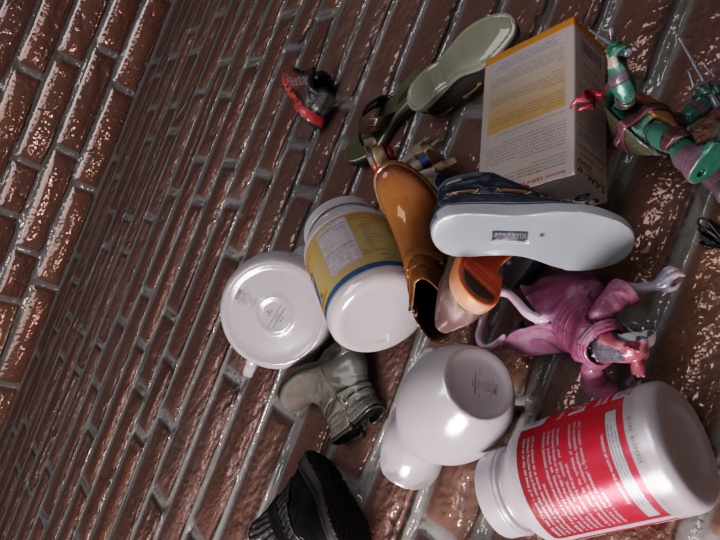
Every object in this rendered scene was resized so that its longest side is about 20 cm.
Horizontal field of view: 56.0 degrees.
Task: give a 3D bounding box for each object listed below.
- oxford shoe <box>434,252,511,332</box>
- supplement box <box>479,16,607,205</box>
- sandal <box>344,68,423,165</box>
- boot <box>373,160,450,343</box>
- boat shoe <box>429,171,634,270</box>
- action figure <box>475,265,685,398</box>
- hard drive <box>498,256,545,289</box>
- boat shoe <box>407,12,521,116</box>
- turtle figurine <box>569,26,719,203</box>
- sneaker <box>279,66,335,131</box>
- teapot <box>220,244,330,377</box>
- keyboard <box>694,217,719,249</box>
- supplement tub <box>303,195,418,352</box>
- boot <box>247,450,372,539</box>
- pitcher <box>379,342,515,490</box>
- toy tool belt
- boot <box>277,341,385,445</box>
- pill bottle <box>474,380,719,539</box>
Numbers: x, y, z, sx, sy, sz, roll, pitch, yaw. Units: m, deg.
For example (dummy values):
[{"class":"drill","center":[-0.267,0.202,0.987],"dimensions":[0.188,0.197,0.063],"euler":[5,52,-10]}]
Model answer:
[{"class":"oxford shoe","center":[0.120,-0.008,0.755],"dimensions":[0.073,0.071,0.200],"euler":[-50,3,37]},{"class":"supplement box","center":[0.208,-0.165,0.774],"dimensions":[0.125,0.073,0.202],"euler":[-14,61,45]},{"class":"sandal","center":[0.034,-0.264,1.139],"dimensions":[0.201,0.057,0.080],"euler":[-47,40,26]},{"class":"boot","center":[0.065,-0.023,0.816],"dimensions":[0.076,0.202,0.156],"euler":[-15,23,17]},{"class":"boat shoe","center":[0.172,-0.059,0.692],"dimensions":[0.091,0.198,0.071],"euler":[-77,-9,-51]},{"class":"action figure","center":[0.213,0.048,0.658],"dimensions":[0.200,0.147,0.136],"euler":[-116,34,-79]},{"class":"hard drive","center":[0.208,-0.083,0.830],"dimensions":[0.201,0.042,0.135],"euler":[-61,36,8]},{"class":"boat shoe","center":[0.157,-0.297,0.994],"dimensions":[0.200,0.060,0.072],"euler":[-31,61,40]},{"class":"turtle figurine","center":[0.294,-0.155,0.663],"dimensions":[0.101,0.148,0.201],"euler":[-65,36,40]},{"class":"sneaker","center":[-0.102,-0.368,1.360],"dimensions":[0.098,0.070,0.201],"euler":[-51,41,22]},{"class":"teapot","center":[-0.129,0.060,1.105],"dimensions":[0.198,0.199,0.146],"euler":[-17,7,5]},{"class":"keyboard","center":[0.381,-0.044,0.605],"dimensions":[0.127,0.020,0.201],"euler":[-53,37,19]},{"class":"supplement tub","center":[0.000,0.000,0.968],"dimensions":[0.145,0.144,0.201],"euler":[-50,39,22]},{"class":"boot","center":[-0.072,0.366,0.918],"dimensions":[0.158,0.079,0.211],"euler":[-54,27,7]},{"class":"pitcher","center":[0.094,0.143,0.778],"dimensions":[0.200,0.120,0.173],"euler":[119,161,-55]},{"class":"toy tool belt","center":[0.090,-0.127,0.966],"dimensions":[0.122,0.125,0.201],"euler":[-24,50,3]},{"class":"boot","center":[-0.050,0.198,1.001],"dimensions":[0.200,0.067,0.132],"euler":[-41,49,34]},{"class":"pill bottle","center":[0.208,0.185,0.627],"dimensions":[0.199,0.112,0.113],"euler":[-32,48,38]}]
